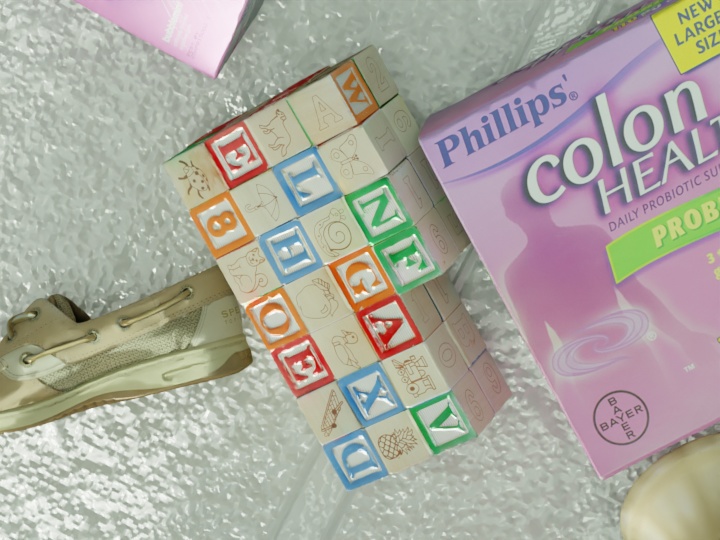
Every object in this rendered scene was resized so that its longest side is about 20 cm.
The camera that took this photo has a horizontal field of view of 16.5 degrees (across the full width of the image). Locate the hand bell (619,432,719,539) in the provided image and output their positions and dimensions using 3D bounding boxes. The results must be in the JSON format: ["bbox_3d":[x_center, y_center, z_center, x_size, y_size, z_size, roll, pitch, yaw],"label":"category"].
[{"bbox_3d":[0.206,0.187,1.238,0.103,0.201,0.105,-8,133,-8],"label":"hand bell"}]

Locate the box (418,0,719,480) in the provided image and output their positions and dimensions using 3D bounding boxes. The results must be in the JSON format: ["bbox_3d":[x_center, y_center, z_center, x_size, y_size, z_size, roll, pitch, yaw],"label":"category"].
[{"bbox_3d":[0.154,-0.028,1.267,0.175,0.097,0.201,-27,96,10],"label":"box"}]

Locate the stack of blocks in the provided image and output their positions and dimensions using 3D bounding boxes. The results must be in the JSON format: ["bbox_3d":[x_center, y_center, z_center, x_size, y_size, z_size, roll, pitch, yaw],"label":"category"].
[{"bbox_3d":[0.000,0.000,1.289,0.115,0.059,0.201,-25,98,29],"label":"stack of blocks"}]

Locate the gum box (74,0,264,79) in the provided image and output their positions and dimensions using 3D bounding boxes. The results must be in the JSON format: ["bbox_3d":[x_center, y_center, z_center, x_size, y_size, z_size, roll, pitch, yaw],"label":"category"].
[{"bbox_3d":[-0.086,-0.195,1.227,0.113,0.066,0.200,28,139,0],"label":"gum box"}]

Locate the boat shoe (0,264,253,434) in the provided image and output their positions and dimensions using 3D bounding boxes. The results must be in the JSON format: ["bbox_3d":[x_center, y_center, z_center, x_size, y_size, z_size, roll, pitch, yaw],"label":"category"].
[{"bbox_3d":[-0.160,0.045,1.329,0.199,0.071,0.065,-14,93,0],"label":"boat shoe"}]
